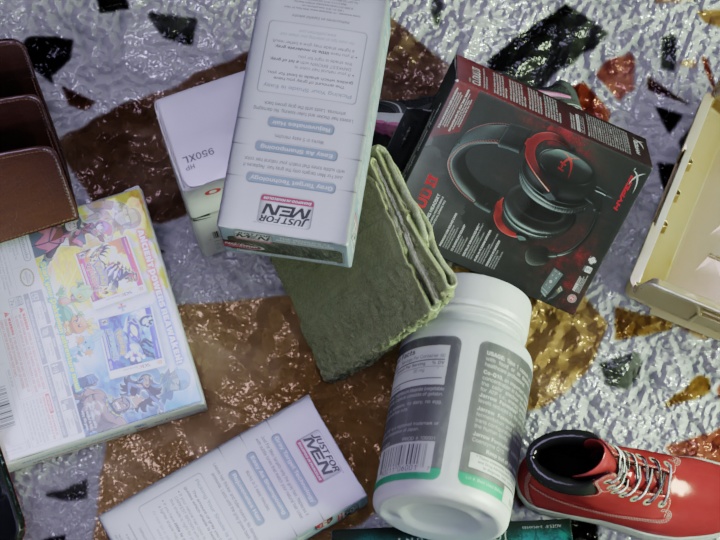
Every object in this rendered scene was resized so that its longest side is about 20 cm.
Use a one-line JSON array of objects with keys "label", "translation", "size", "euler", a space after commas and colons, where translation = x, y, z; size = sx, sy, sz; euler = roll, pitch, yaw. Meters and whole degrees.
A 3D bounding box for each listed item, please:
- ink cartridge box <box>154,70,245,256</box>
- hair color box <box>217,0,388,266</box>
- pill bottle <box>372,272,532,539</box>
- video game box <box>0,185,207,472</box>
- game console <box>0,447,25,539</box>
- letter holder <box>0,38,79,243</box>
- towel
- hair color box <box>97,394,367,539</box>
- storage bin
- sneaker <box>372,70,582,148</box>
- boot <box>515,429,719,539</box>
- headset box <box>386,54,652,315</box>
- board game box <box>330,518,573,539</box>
[{"label": "ink cartridge box", "translation": [-0.083, -0.095, 1.719], "size": [0.144, 0.200, 0.084], "euler": [-20, 76, -5]}, {"label": "hair color box", "translation": [-0.041, -0.111, 1.581], "size": [0.099, 0.061, 0.200], "euler": [8, 73, 4]}, {"label": "pill bottle", "translation": [0.080, 0.111, 1.698], "size": [0.113, 0.113, 0.200], "euler": [10, 64, 3]}, {"label": "video game box", "translation": [-0.243, 0.049, 1.764], "size": [0.182, 0.047, 0.200], "euler": [-17, 76, -1]}, {"label": "game console", "translation": [-0.394, 0.159, 1.693], "size": [0.172, 0.119, 0.200], "euler": [-26, 76, 19]}, {"label": "letter holder", "translation": [-0.355, -0.094, 1.738], "size": [0.200, 0.142, 0.101], "euler": [-17, 40, -4]}, {"label": "towel", "translation": [0.000, 0.000, 1.708], "size": [0.036, 0.200, 0.149], "euler": [-13, 73, -37]}, {"label": "hair color box", "translation": [-0.103, 0.197, 1.715], "size": [0.200, 0.061, 0.099], "euler": [-30, 77, -6]}, {"label": "storage bin", "translation": [0.351, -0.036, 1.753], "size": [0.198, 0.094, 0.200], "euler": [22, 77, 6]}, {"label": "sneaker", "translation": [0.098, -0.131, 1.802], "size": [0.200, 0.080, 0.086], "euler": [6, 58, -1]}, {"label": "boot", "translation": [0.229, 0.171, 1.675], "size": [0.200, 0.144, 0.073], "euler": [6, 74, 1]}, {"label": "headset box", "translation": [0.118, -0.075, 1.721], "size": [0.200, 0.075, 0.149], "euler": [24, 111, -7]}, {"label": "board game box", "translation": [0.077, 0.269, 1.685], "size": [0.200, 0.028, 0.135], "euler": [-4, 52, 1]}]
